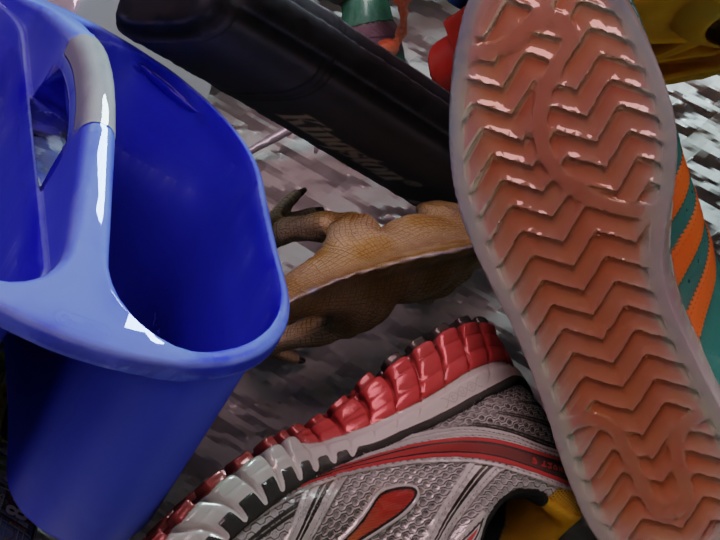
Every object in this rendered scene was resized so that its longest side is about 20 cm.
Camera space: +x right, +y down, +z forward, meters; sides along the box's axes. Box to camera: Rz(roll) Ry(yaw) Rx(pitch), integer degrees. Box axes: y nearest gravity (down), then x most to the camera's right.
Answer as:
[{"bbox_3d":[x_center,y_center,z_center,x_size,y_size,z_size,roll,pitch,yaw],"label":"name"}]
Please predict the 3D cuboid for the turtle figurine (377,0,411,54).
[{"bbox_3d":[0.052,-0.159,1.057,0.064,0.162,0.200,-3,19,43],"label":"turtle figurine"}]

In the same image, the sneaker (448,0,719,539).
[{"bbox_3d":[0.075,-0.009,0.905,0.071,0.201,0.080,-12,14,10],"label":"sneaker"}]

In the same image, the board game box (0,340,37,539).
[{"bbox_3d":[-0.189,0.008,0.898,0.199,0.062,0.200,25,32,-12],"label":"board game box"}]

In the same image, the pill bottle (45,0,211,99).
[{"bbox_3d":[-0.156,-0.092,1.010,0.200,0.116,0.116,15,45,29],"label":"pill bottle"}]

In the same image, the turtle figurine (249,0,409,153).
[{"bbox_3d":[-0.030,-0.121,1.091,0.150,0.101,0.200,36,46,26],"label":"turtle figurine"}]

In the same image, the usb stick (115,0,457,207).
[{"bbox_3d":[-0.004,-0.057,0.963,0.055,0.200,0.033,-7,69,34],"label":"usb stick"}]

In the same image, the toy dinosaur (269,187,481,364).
[{"bbox_3d":[0.000,0.000,0.949,0.200,0.058,0.101,-17,5,-29],"label":"toy dinosaur"}]

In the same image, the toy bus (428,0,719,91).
[{"bbox_3d":[0.116,-0.119,0.981,0.200,0.192,0.136,-10,73,-44],"label":"toy bus"}]

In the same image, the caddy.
[{"bbox_3d":[-0.097,-0.016,0.832,0.141,0.105,0.200,21,25,-21],"label":"caddy"}]

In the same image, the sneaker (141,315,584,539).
[{"bbox_3d":[-0.008,0.089,0.867,0.200,0.078,0.082,-31,78,-33],"label":"sneaker"}]
